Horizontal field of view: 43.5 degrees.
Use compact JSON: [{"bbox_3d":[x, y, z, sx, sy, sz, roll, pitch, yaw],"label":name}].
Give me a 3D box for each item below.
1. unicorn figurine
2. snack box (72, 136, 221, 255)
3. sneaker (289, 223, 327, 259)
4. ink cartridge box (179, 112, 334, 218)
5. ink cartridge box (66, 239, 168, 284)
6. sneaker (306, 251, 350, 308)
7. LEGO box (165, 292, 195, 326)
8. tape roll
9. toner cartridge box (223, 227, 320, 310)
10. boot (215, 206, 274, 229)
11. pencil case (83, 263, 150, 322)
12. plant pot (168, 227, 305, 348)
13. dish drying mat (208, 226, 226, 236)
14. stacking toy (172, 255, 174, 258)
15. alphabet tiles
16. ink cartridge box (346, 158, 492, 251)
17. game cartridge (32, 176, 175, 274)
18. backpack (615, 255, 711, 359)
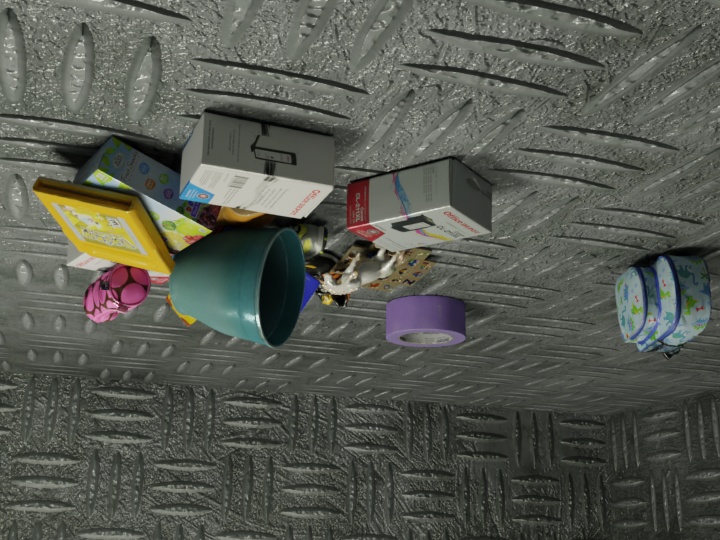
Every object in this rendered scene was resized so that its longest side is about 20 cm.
[{"bbox_3d":[0.000,0.000,1.758,0.197,0.075,0.138,-8,157,-8],"label":"unicorn figurine"},{"bbox_3d":[-0.342,-0.110,1.424,0.199,0.068,0.168,30,151,-25],"label":"snack box"},{"bbox_3d":[-0.139,-0.044,1.723,0.076,0.076,0.200,20,147,-27],"label":"sneaker"},{"bbox_3d":[-0.153,-0.150,1.328,0.198,0.085,0.146,8,162,-23],"label":"ink cartridge box"},{"bbox_3d":[-0.432,-0.044,1.698,0.198,0.087,0.147,11,161,-35],"label":"ink cartridge box"},{"bbox_3d":[-0.073,0.022,1.879,0.069,0.091,0.200,-7,162,27],"label":"sneaker"},{"bbox_3d":[-0.286,0.017,1.768,0.149,0.077,0.200,-41,-177,-28],"label":"LEGO box"},{"bbox_3d":[0.161,0.127,2.226,0.197,0.086,0.200,1,162,0],"label":"tape roll"},{"bbox_3d":[-0.180,0.002,1.658,0.199,0.095,0.043,36,177,-7],"label":"toner cartridge box"},{"bbox_3d":[-0.181,-0.108,1.517,0.199,0.072,0.144,-3,169,31],"label":"boot"},{"bbox_3d":[-0.463,0.047,1.693,0.090,0.095,0.199,10,164,-26],"label":"pencil case"},{"bbox_3d":[-0.215,0.018,1.537,0.186,0.202,0.200,7,166,18],"label":"plant pot"},{"bbox_3d":[-0.305,-0.038,1.751,0.018,0.077,0.200,43,153,-6],"label":"dish drying mat"},{"bbox_3d":[-0.398,-0.085,1.566,0.199,0.111,0.116,25,153,-29],"label":"stacking toy"},{"bbox_3d":[0.047,-0.008,1.840,0.198,0.006,0.166,10,144,-28],"label":"alphabet tiles"},{"bbox_3d":[0.097,-0.102,1.472,0.198,0.084,0.145,-10,159,34],"label":"ink cartridge box"},{"bbox_3d":[-0.401,-0.066,1.429,0.174,0.033,0.201,12,152,14],"label":"game cartridge"},{"bbox_3d":[0.608,0.065,1.821,0.145,0.185,0.200,3,158,-10],"label":"backpack"}]
